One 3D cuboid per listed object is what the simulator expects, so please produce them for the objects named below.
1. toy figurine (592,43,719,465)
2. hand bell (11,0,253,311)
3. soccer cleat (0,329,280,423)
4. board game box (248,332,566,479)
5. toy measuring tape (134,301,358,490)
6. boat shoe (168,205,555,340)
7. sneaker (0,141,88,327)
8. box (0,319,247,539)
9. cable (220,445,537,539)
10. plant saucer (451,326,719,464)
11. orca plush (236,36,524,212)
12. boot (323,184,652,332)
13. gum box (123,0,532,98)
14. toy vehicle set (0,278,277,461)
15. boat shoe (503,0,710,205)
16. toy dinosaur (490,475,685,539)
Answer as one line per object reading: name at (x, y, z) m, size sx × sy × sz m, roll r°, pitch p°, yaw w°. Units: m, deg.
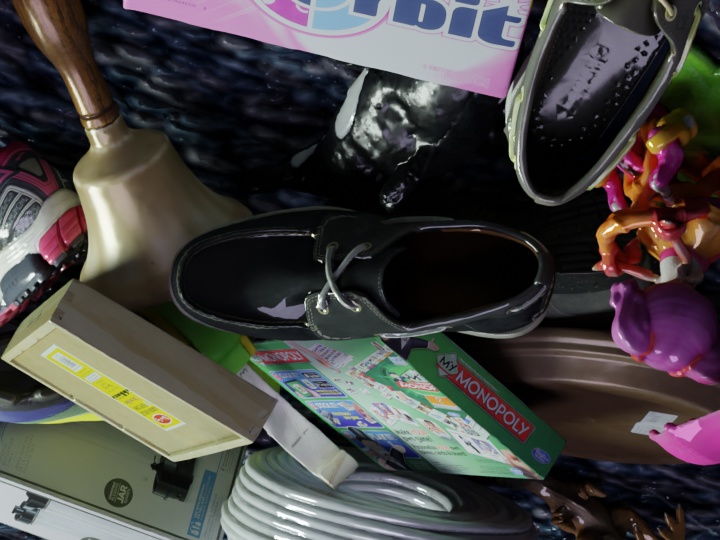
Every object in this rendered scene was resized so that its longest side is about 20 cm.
toy figurine at (0.172, 0.003, 0.989) m, size 0.200 × 0.184 × 0.150 m, roll 29°, pitch 143°, yaw -18°
hand bell at (-0.141, -0.087, 1.069) m, size 0.104 × 0.104 × 0.200 m, roll -8°, pitch 122°, yaw 28°
soccer cleat at (-0.151, 0.066, 1.283) m, size 0.199 × 0.065 × 0.084 m, roll 2°, pitch 169°, yaw -18°
board game box at (0.017, 0.070, 1.191) m, size 0.135 × 0.029 × 0.200 m, roll 42°, pitch 161°, yaw -18°
toy measuring tape at (-0.075, 0.052, 1.175) m, size 0.200 × 0.074 × 0.074 m, roll 44°, pitch 140°, yaw -5°
boat shoe at (0.000, 0.000, 1.043) m, size 0.199 × 0.072 × 0.068 m, roll 1°, pitch 175°, yaw 2°
sneaker at (-0.218, -0.011, 1.216) m, size 0.075 × 0.081 × 0.200 m, roll 51°, pitch 138°, yaw -1°
box at (-0.180, 0.117, 1.332) m, size 0.200 × 0.117 × 0.060 m, roll 23°, pitch 144°, yaw -10°
cable at (0.011, 0.162, 1.282) m, size 0.200 × 0.069 × 0.200 m, roll 18°, pitch -172°, yaw 31°
plant saucer at (0.140, 0.077, 1.190) m, size 0.199 × 0.030 × 0.200 m, roll 9°, pitch 161°, yaw 3°
orca plush at (0.008, -0.065, 1.052) m, size 0.200 × 0.071 × 0.105 m, roll -18°, pitch 133°, yaw 38°
boot at (0.075, 0.015, 1.150) m, size 0.199 × 0.068 × 0.131 m, roll 3°, pitch 149°, yaw 18°
gum box at (-0.015, -0.159, 0.933) m, size 0.199 × 0.066 × 0.114 m, roll 13°, pitch 146°, yaw 1°
toy vehicle set at (-0.129, 0.060, 1.140) m, size 0.124 × 0.027 × 0.200 m, roll 32°, pitch 164°, yaw -11°
boat shoe at (0.119, -0.118, 0.907) m, size 0.072 × 0.060 × 0.202 m, roll 20°, pitch 124°, yaw -7°
toy dinosaur at (0.166, 0.180, 1.361) m, size 0.106 × 0.060 × 0.200 m, roll 3°, pitch 140°, yaw 53°
